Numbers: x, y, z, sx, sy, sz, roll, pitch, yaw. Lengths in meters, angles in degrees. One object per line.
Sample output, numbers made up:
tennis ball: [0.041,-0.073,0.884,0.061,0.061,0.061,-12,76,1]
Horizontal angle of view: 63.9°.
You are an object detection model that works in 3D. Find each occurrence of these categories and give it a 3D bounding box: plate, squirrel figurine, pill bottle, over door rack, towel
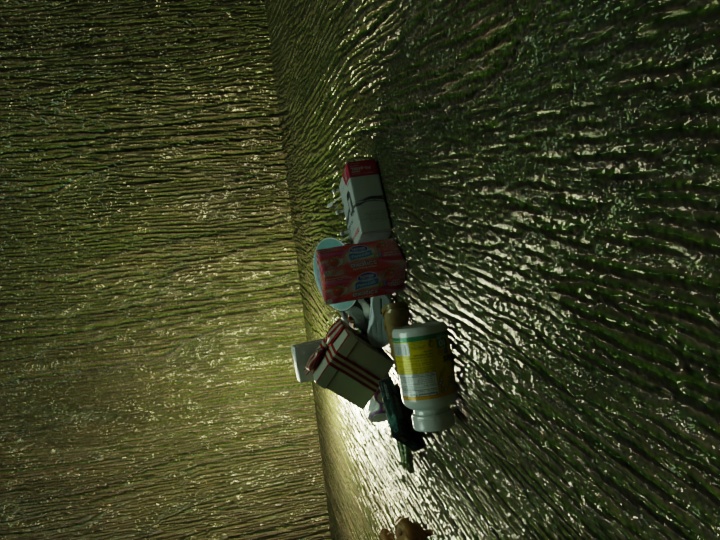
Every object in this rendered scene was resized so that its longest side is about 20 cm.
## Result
plate: [-0.060,0.008,1.555,0.200,0.025,0.202,20,117,45]
squirrel figurine: [0.135,0.729,1.479,0.200,0.141,0.187,56,145,32]
pill bottle: [0.130,0.207,1.140,0.113,0.112,0.202,160,101,-77]
over door rack: [-0.055,-0.166,1.748,0.200,0.066,0.149,144,119,-61]
towel: [0.104,0.420,1.509,0.149,0.036,0.201,77,178,-61]

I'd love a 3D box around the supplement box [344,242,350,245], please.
supplement box: [-0.037,-0.019,1.699,0.200,0.130,0.104,-153,54,-75]

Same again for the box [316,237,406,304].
box: [0.000,0.000,1.386,0.103,0.199,0.095,-110,15,-45]

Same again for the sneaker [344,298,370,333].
sneaker: [0.011,0.140,1.632,0.201,0.079,0.074,62,-176,-47]

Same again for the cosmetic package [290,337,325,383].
cosmetic package: [-0.103,0.263,1.755,0.081,0.199,0.114,172,89,-78]

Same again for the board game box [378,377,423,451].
board game box: [0.098,0.346,1.375,0.200,0.028,0.136,53,-161,-58]

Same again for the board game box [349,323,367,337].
board game box: [0.008,0.194,1.798,0.165,0.056,0.202,-143,46,-71]

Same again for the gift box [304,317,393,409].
gift box: [-0.046,0.256,1.630,0.185,0.186,0.200,-57,18,-3]

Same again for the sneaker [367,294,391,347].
sneaker: [0.058,0.117,1.538,0.071,0.072,0.201,-80,-5,-54]

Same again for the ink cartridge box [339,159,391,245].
ink cartridge box: [0.009,-0.164,1.506,0.145,0.083,0.201,119,142,-69]

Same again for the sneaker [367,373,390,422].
sneaker: [0.062,0.365,1.674,0.100,0.074,0.201,-92,9,-47]

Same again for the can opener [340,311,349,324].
can opener: [-0.040,0.078,1.934,0.053,0.066,0.201,107,157,-65]

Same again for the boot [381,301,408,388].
boot: [0.105,0.192,1.366,0.175,0.066,0.201,80,177,-64]

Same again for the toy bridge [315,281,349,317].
toy bridge: [-0.072,0.081,1.731,0.200,0.027,0.067,40,157,39]
